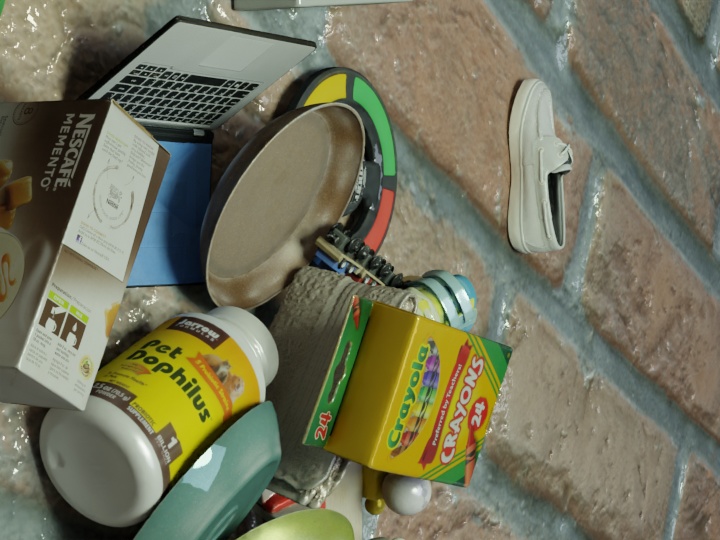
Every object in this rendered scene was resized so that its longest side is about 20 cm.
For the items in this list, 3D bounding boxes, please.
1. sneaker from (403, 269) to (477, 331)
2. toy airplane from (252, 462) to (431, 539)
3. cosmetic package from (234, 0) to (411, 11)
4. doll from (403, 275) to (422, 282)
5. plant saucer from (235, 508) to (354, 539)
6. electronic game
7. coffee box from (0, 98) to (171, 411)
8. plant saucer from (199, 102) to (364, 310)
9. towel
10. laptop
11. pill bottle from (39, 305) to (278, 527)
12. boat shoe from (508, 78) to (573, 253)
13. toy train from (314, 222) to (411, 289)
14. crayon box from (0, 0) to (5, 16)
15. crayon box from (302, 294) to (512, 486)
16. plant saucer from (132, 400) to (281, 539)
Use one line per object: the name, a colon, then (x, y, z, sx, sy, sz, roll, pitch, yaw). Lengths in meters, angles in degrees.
sneaker: (0.050, 0.035, 1.508, 0.080, 0.130, 0.200, 56, -9, 10)
toy airplane: (-0.007, 0.187, 1.463, 0.200, 0.141, 0.200, -68, 153, -16)
cosmetic package: (-0.032, -0.286, 1.461, 0.200, 0.071, 0.102, -19, 109, -57)
doll: (0.061, 0.110, 1.669, 0.136, 0.048, 0.200, -42, 128, -37)
plant saucer: (-0.080, 0.280, 1.358, 0.200, 0.031, 0.200, -27, 143, -22)
electronic game: (-0.020, -0.089, 1.524, 0.200, 0.042, 0.201, -7, 98, -59)
coffee box: (-0.222, -0.013, 1.130, 0.080, 0.114, 0.200, 43, 57, -51)
plant saucer: (-0.070, -0.058, 1.371, 0.200, 0.032, 0.200, -42, 153, -28)
towel: (-0.043, 0.094, 1.386, 0.034, 0.132, 0.200, 39, 72, -49)
laptop: (-0.132, -0.086, 1.277, 0.187, 0.200, 0.116, -3, 61, -59)
pill bottle: (-0.147, 0.104, 1.266, 0.200, 0.109, 0.110, -40, 126, -51)
boat shoe: (0.211, -0.119, 1.876, 0.072, 0.068, 0.201, 9, 85, -59)
toy train: (0.000, 0.000, 1.509, 0.046, 0.034, 0.200, -50, 157, 1)
crayon box: (-0.281, -0.236, 1.006, 0.200, 0.051, 0.127, 35, 50, -38)
crayon box: (0.042, 0.102, 1.333, 0.200, 0.051, 0.127, 19, 88, -56)
plant saucer: (-0.121, 0.190, 1.275, 0.200, 0.036, 0.200, -49, 170, -12)
